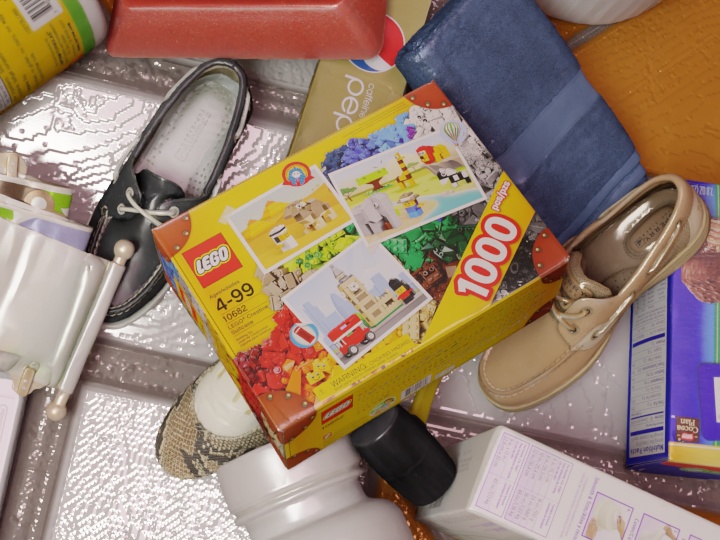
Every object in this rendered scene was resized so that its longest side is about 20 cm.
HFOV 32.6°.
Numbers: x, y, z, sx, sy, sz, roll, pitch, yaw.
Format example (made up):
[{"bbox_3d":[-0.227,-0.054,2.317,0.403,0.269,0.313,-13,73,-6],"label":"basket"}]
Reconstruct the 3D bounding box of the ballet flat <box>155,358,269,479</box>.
[{"bbox_3d":[-0.050,0.064,0.810,0.200,0.075,0.068,-29,71,-14],"label":"ballet flat"}]

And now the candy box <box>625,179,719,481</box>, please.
[{"bbox_3d":[0.282,0.048,0.872,0.168,0.077,0.201,6,77,-9],"label":"candy box"}]

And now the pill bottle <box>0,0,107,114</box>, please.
[{"bbox_3d":[-0.276,-0.142,0.800,0.200,0.111,0.111,-39,86,-16],"label":"pill bottle"}]

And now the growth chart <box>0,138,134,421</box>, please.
[{"bbox_3d":[-0.241,-0.010,0.762,0.200,0.018,0.145,29,87,-21],"label":"growth chart"}]

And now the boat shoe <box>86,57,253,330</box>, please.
[{"bbox_3d":[-0.135,-0.056,0.831,0.075,0.060,0.201,23,74,-5],"label":"boat shoe"}]

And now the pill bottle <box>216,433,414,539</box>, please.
[{"bbox_3d":[-0.013,0.201,0.764,0.114,0.114,0.201,-20,79,-14],"label":"pill bottle"}]

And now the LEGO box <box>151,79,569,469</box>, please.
[{"bbox_3d":[0.000,0.000,0.746,0.200,0.077,0.149,-30,69,-15],"label":"LEGO box"}]

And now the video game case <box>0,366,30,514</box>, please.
[{"bbox_3d":[-0.318,0.139,0.773,0.181,0.024,0.201,11,76,-7],"label":"video game case"}]

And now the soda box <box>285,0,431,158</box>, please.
[{"bbox_3d":[-0.006,-0.120,0.865,0.064,0.068,0.201,18,75,-6],"label":"soda box"}]

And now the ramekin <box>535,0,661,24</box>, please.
[{"bbox_3d":[0.179,-0.284,0.920,0.200,0.098,0.201,2,77,-10],"label":"ramekin"}]

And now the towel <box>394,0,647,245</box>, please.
[{"bbox_3d":[0.114,-0.106,0.864,0.112,0.048,0.200,-45,112,-16],"label":"towel"}]

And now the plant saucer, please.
[{"bbox_3d":[-0.075,-0.245,0.858,0.199,0.037,0.201,3,71,12],"label":"plant saucer"}]

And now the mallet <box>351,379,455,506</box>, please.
[{"bbox_3d":[0.044,0.055,0.811,0.066,0.041,0.201,41,46,-28],"label":"mallet"}]

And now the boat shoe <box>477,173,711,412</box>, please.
[{"bbox_3d":[0.147,0.012,0.830,0.200,0.064,0.071,-48,61,9],"label":"boat shoe"}]

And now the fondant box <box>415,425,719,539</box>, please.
[{"bbox_3d":[0.147,0.171,0.785,0.199,0.144,0.058,24,74,-4],"label":"fondant box"}]
